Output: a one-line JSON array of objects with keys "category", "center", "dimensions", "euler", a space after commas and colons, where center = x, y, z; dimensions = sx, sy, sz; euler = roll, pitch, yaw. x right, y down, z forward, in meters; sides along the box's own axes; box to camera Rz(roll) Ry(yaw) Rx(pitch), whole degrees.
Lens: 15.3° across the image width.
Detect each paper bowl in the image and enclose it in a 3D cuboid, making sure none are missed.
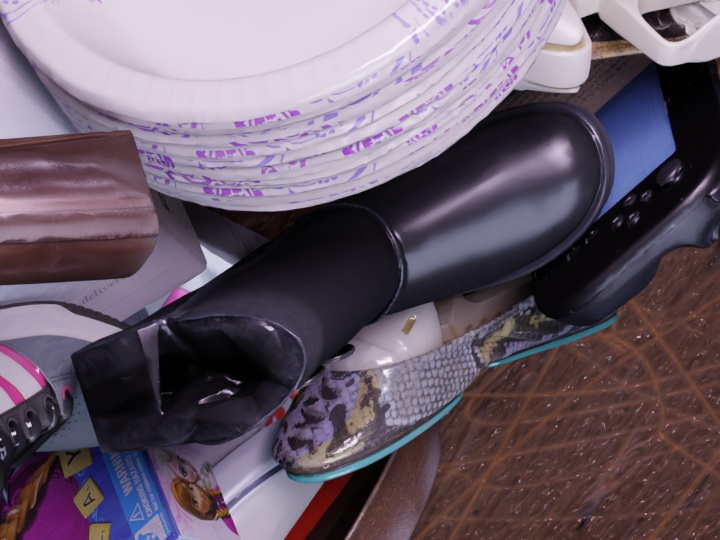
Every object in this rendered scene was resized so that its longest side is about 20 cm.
[{"category": "paper bowl", "center": [-0.022, -0.112, 0.933], "dimensions": [0.200, 0.201, 0.104], "euler": [-27, 147, 2]}]

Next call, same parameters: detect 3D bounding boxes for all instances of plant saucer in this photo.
[{"category": "plant saucer", "center": [-0.015, 0.135, 1.307], "dimensions": [0.037, 0.201, 0.201], "euler": [33, 123, -10]}]

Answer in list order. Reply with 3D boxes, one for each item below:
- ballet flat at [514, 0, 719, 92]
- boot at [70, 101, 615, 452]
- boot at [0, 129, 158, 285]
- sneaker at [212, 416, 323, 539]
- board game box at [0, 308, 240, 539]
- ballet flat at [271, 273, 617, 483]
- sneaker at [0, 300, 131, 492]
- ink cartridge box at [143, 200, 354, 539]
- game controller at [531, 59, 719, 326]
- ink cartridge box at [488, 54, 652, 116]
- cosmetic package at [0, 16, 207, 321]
[{"category": "ballet flat", "center": [0.090, -0.099, 1.015], "dimensions": [0.199, 0.071, 0.071], "euler": [-13, 145, -18]}, {"category": "boot", "center": [-0.001, 0.001, 1.020], "dimensions": [0.164, 0.066, 0.200], "euler": [-28, 179, 25]}, {"category": "boot", "center": [-0.179, -0.016, 0.855], "dimensions": [0.199, 0.186, 0.065], "euler": [-12, 106, -31]}, {"category": "sneaker", "center": [-0.067, 0.152, 1.158], "dimensions": [0.200, 0.071, 0.073], "euler": [-50, 162, -14]}, {"category": "board game box", "center": [-0.158, 0.091, 1.130], "dimensions": [0.199, 0.200, 0.041], "euler": [-43, 143, 24]}, {"category": "ballet flat", "center": [0.033, 0.023, 1.169], "dimensions": [0.200, 0.072, 0.072], "euler": [-27, 153, -36]}, {"category": "sneaker", "center": [-0.141, 0.072, 0.962], "dimensions": [0.199, 0.121, 0.084], "euler": [4, 138, -38]}, {"category": "ink cartridge box", "center": [-0.070, 0.083, 1.203], "dimensions": [0.173, 0.044, 0.200], "euler": [26, 109, -32]}, {"category": "game controller", "center": [0.113, -0.046, 1.147], "dimensions": [0.104, 0.200, 0.042], "euler": [-33, 109, 15]}, {"category": "ink cartridge box", "center": [0.068, -0.140, 1.073], "dimensions": [0.200, 0.075, 0.164], "euler": [-42, 143, 25]}, {"category": "cosmetic package", "center": [-0.198, -0.034, 1.000], "dimensions": [0.199, 0.123, 0.200], "euler": [-31, 146, 9]}]
